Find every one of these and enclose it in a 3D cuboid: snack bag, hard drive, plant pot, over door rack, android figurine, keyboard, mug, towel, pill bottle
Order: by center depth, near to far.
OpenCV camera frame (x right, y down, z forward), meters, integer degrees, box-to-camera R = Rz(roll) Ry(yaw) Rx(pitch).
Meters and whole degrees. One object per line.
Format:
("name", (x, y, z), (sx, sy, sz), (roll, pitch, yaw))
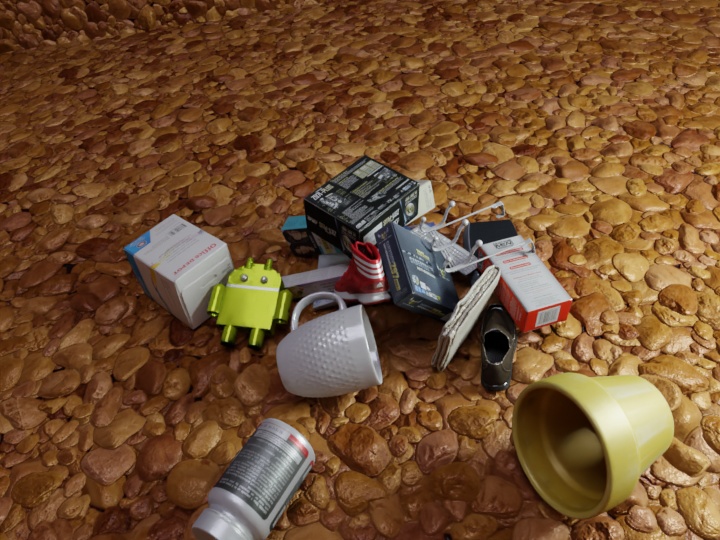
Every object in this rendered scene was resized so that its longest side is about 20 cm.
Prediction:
("plant pot", (0.366, 0.248, 0.948), (0.185, 0.204, 0.201), (-10, 38, -26))
("pill bottle", (-0.167, 0.347, 0.976), (0.112, 0.116, 0.201), (16, 47, 26))
("mug", (-0.066, 0.135, 1.155), (0.172, 0.148, 0.204), (-15, 65, 5))
("towel", (0.200, 0.091, 1.183), (0.034, 0.134, 0.200), (31, 53, 18))
("over door rack", (0.234, -0.081, 1.253), (0.196, 0.068, 0.149), (-13, 43, -11))
("android figurine", (-0.230, 0.066, 1.309), (0.178, 0.041, 0.204), (6, 64, 11))
("keyboard", (0.184, -0.050, 1.375), (0.056, 0.011, 0.199), (-34, 46, -18))
("snack bag", (-0.008, -0.001, 1.376), (0.196, 0.022, 0.191), (-13, 40, 15))
("hard drive", (0.298, -0.041, 1.381), (0.132, 0.043, 0.202), (-4, 42, 6))

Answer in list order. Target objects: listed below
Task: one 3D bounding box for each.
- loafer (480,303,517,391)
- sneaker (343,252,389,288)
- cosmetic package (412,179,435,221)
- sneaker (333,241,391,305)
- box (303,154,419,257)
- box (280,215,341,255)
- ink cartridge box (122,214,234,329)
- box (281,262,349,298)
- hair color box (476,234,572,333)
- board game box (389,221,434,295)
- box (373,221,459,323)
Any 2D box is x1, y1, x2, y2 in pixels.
("loafer", (0.263, 0.130, 1.173), (0.071, 0.072, 0.202), (0, 42, 11))
("sneaker", (0.009, -0.021, 1.314), (0.198, 0.076, 0.084), (24, 51, 38))
("cosmetic package", (0.077, -0.149, 1.479), (0.104, 0.072, 0.199), (8, 31, 44))
("sneaker", (0.000, 0.000, 1.219), (0.077, 0.118, 0.199), (-8, 6, -28))
("box", (0.005, -0.136, 1.318), (0.162, 0.087, 0.199), (31, 54, 28))
("box", (-0.081, -0.085, 1.432), (0.196, 0.083, 0.050), (-3, 40, 28))
("ink cartridge box", (-0.393, 0.000, 1.379), (0.198, 0.147, 0.147), (27, 52, 34))
("box", (-0.111, 0.028, 1.349), (0.196, 0.039, 0.042), (-12, 41, 16))
("hair color box", (0.320, 0.022, 1.231), (0.099, 0.062, 0.202), (-13, 44, -12))
("board game box", (0.118, -0.028, 1.403), (0.132, 0.035, 0.202), (-7, 41, 3))
("box", (0.118, 0.008, 1.220), (0.051, 0.199, 0.160), (-31, 57, 26))
